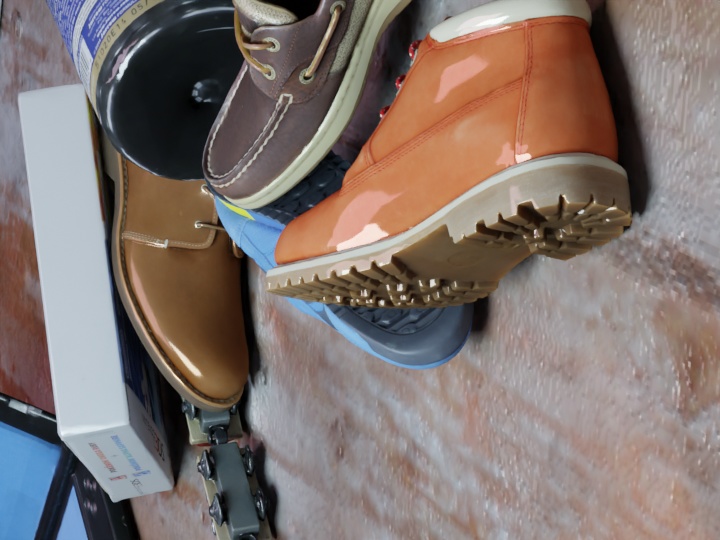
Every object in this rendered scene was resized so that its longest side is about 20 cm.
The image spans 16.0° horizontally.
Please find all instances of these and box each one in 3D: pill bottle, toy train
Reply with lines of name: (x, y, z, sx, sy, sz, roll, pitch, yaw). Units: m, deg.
pill bottle: (-0.108, -0.147, 1.354, 0.200, 0.112, 0.112, -118, 34, -46)
toy train: (-0.085, 0.073, 1.416, 0.046, 0.034, 0.200, 101, 157, -54)

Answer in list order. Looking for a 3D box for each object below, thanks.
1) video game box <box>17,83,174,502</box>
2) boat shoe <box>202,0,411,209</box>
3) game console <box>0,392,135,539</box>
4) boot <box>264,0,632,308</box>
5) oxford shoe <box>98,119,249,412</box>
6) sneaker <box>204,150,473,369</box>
video game box: (-0.150, 0.017, 1.470, 0.182, 0.047, 0.200, 85, 176, -74)
boat shoe: (-0.029, -0.116, 1.151, 0.200, 0.072, 0.072, -54, 38, 29)
game console: (-0.233, 0.187, 1.675, 0.200, 0.116, 0.176, 111, 148, -44)
boot: (0.031, -0.045, 1.061, 0.200, 0.075, 0.107, -23, 65, 45)
oxford shoe: (-0.091, -0.023, 1.389, 0.071, 0.071, 0.200, -27, 69, 40)
sneaker: (0.000, 0.000, 1.194, 0.200, 0.066, 0.078, 39, 164, 49)
